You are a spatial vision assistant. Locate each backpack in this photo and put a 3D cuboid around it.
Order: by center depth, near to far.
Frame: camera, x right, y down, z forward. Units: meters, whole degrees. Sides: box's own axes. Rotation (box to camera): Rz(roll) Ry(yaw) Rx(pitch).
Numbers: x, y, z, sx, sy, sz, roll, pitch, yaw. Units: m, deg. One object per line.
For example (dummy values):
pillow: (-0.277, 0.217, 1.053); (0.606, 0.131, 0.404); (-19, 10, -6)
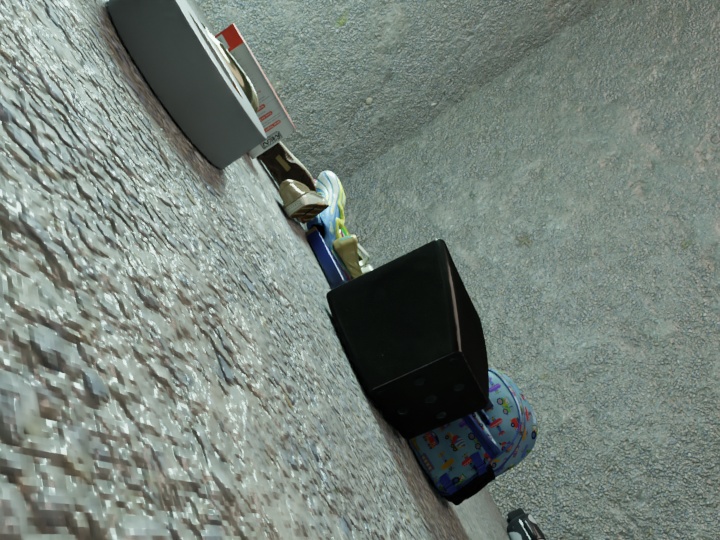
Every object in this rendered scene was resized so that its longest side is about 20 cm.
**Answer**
backpack: (0.178, 0.245, 0.852); (0.184, 0.197, 0.135); (60, 3, 35)

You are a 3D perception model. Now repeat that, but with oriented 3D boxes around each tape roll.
tape roll: (-0.184, -0.218, 0.587); (0.203, 0.065, 0.200); (58, 2, -4)

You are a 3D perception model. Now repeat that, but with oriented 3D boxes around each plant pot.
plant pot: (0.085, 0.116, 0.769); (0.201, 0.197, 0.179); (57, 13, -38)

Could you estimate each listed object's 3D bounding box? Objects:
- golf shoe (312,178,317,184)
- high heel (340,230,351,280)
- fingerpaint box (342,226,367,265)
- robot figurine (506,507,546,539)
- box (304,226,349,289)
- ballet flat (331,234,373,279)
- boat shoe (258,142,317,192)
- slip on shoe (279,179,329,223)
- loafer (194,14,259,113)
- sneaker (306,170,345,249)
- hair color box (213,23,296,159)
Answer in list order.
golf shoe: (-0.153, -0.198, 1.320); (0.087, 0.078, 0.200); (30, 12, -13)
high heel: (-0.052, -0.034, 1.295); (0.202, 0.066, 0.097); (-105, 168, -45)
fingerpaint box: (-0.065, -0.094, 1.654); (0.203, 0.072, 0.167); (60, 3, 13)
robot figurine: (0.648, 1.041, 2.065); (0.149, 0.125, 0.201); (34, 17, -38)
box: (-0.047, 0.014, 1.089); (0.202, 0.032, 0.122); (62, 3, 39)
ballet flat: (0.000, 0.000, 1.138); (0.069, 0.062, 0.201); (59, -1, 41)
boat shoe: (-0.159, -0.216, 1.130); (0.204, 0.074, 0.075); (58, -4, -31)
slip on shoe: (-0.116, -0.138, 1.053); (0.061, 0.075, 0.200); (58, 11, 2)
loafer: (-0.224, -0.297, 0.753); (0.201, 0.075, 0.068); (49, 5, -10)
sneaker: (-0.080, -0.135, 1.197); (0.105, 0.074, 0.206); (17, 65, -71)
hair color box: (-0.196, -0.292, 0.888); (0.062, 0.100, 0.201); (58, 0, 33)
